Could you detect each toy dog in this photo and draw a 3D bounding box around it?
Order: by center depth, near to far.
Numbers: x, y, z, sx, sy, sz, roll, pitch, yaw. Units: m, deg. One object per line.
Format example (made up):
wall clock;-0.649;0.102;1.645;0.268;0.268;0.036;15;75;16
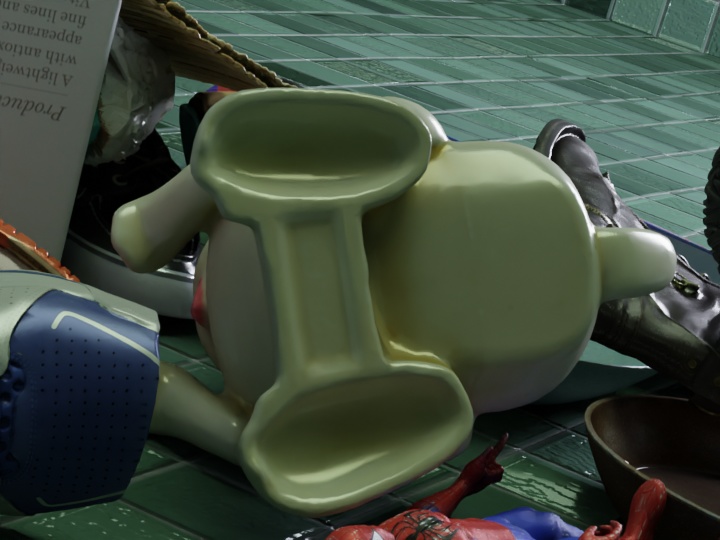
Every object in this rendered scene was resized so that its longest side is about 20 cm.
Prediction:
toy dog;0.000;0.000;0.928;0.193;0.141;0.200;-18;1;-15

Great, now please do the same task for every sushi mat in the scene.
sushi mat;-0.091;-0.108;1.136;0.095;0.012;0.200;37;-5;-23

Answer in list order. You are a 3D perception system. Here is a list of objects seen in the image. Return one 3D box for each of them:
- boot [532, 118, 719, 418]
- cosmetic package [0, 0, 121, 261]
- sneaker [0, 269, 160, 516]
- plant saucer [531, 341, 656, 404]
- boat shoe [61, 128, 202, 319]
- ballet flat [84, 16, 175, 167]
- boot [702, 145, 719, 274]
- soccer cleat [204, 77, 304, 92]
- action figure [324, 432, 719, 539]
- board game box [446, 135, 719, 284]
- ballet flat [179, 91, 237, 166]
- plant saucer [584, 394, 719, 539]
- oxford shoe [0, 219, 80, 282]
boot;0.139;0.015;1.106;0.173;0.070;0.200;25;23;1
cosmetic package;-0.201;-0.116;1.056;0.164;0.201;0.165;10;14;-25
sneaker;-0.159;0.045;0.723;0.198;0.081;0.115;8;17;-6
plant saucer;0.047;0.023;1.163;0.200;0.039;0.201;17;13;-4
boat shoe;-0.107;-0.030;1.146;0.068;0.057;0.200;13;13;-19
ballet flat;-0.120;-0.090;1.144;0.071;0.072;0.200;11;8;-25
boot;0.240;0.021;1.053;0.199;0.066;0.165;29;39;-18
soccer cleat;-0.047;-0.058;1.338;0.073;0.069;0.200;2;21;-36
action figure;0.054;0.093;0.850;0.065;0.052;0.199;31;21;37
board game box;0.159;0.001;1.323;0.199;0.041;0.199;26;4;35
ballet flat;-0.046;-0.048;1.152;0.063;0.069;0.200;-11;11;-5
plant saucer;0.180;0.102;1.005;0.199;0.035;0.200;17;11;-3
oxford shoe;-0.185;0.009;0.893;0.199;0.071;0.073;20;40;-2
